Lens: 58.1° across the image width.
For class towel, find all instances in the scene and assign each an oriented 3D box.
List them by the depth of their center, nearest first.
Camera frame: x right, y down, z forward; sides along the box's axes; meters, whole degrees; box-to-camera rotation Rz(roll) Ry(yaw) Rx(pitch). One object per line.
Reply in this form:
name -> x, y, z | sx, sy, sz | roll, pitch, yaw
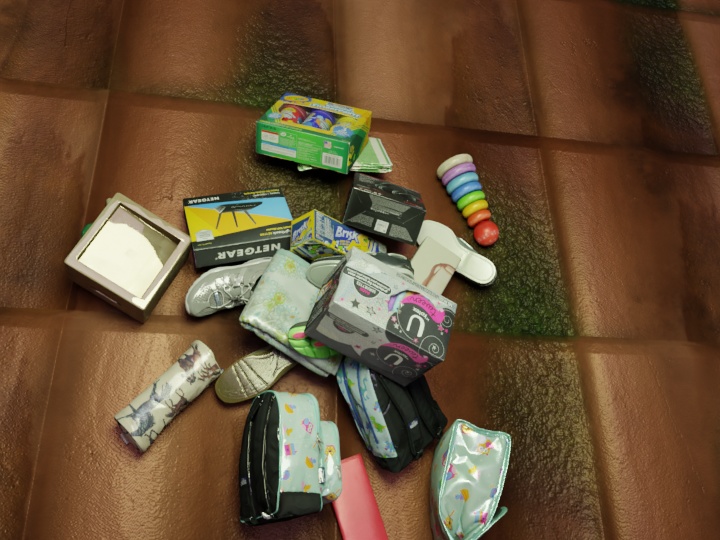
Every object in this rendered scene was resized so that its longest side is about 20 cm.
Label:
towel -> -0.100, 0.076, 1.166 | 0.199, 0.048, 0.172 | 34, 48, -13
towel -> -0.041, -0.251, 1.384 | 0.197, 0.024, 0.153 | -2, 36, -11

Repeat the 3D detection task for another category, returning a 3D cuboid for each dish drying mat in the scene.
dish drying mat -> -0.003, 0.425, 1.113 | 0.076, 0.018, 0.202 | -13, 68, -18

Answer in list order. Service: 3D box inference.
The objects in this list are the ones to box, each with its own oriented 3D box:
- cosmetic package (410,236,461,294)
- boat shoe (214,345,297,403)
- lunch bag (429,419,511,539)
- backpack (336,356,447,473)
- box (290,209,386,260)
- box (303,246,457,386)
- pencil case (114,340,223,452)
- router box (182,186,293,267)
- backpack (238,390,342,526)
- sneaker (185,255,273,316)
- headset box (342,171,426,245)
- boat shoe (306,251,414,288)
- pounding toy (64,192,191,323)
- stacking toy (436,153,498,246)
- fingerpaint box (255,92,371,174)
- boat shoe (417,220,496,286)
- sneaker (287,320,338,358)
cosmetic package -> 0.105, 0.047, 1.265 | 0.087, 0.104, 0.201 | 32, 65, 2
boat shoe -> -0.171, 0.174, 1.179 | 0.200, 0.063, 0.073 | -36, 84, -18
lunch bag -> 0.174, 0.375, 1.088 | 0.120, 0.171, 0.202 | 14, 63, 3
backpack -> 0.047, 0.218, 1.140 | 0.163, 0.153, 0.202 | -35, 117, -38
box -> -0.038, -0.043, 1.240 | 0.199, 0.070, 0.065 | 25, 55, -40
box -> 0.032, 0.078, 1.037 | 0.198, 0.132, 0.116 | 28, 53, -12
pencil case -> -0.327, 0.213, 1.105 | 0.078, 0.090, 0.200 | 42, 66, 4
router box -> -0.234, -0.088, 1.259 | 0.197, 0.051, 0.150 | -10, 49, -17
backpack -> -0.119, 0.299, 1.062 | 0.151, 0.176, 0.203 | 2, 64, -29
sneaker -> -0.228, 0.031, 1.199 | 0.198, 0.076, 0.082 | -27, 34, -22
headset box -> 0.046, -0.130, 1.300 | 0.147, 0.078, 0.200 | 18, 18, -4
boat shoe -> 0.000, 0.000, 1.190 | 0.197, 0.076, 0.061 | 8, 41, -10
pounding toy -> -0.431, -0.037, 1.187 | 0.199, 0.142, 0.185 | 32, 65, -6
stacking toy -> 0.239, -0.146, 1.399 | 0.084, 0.085, 0.202 | -17, 74, -19
fingerpaint box -> -0.093, -0.288, 1.339 | 0.197, 0.074, 0.167 | 15, 37, 10
boat shoe -> 0.197, -0.032, 1.350 | 0.199, 0.062, 0.073 | 36, 91, 23
sneaker -> -0.044, 0.091, 1.132 | 0.198, 0.078, 0.084 | -14, 41, -33
